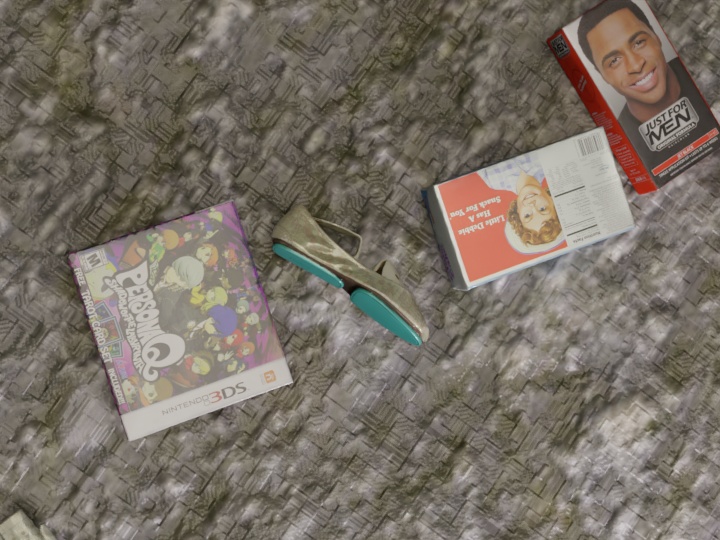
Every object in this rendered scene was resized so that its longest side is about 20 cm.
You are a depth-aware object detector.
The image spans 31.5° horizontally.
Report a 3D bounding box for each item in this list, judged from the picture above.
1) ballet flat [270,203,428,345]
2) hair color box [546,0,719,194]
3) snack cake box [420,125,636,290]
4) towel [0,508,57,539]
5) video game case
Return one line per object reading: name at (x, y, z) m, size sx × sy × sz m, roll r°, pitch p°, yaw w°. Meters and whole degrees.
ballet flat at (0.000, 0.000, 1.323) m, size 0.199 × 0.067 × 0.063 m, roll 35°, pitch 73°, yaw -7°
hair color box at (0.299, -0.195, 1.378) m, size 0.101 × 0.061 × 0.201 m, roll -33°, pitch 92°, yaw -8°
snack cake box at (0.177, -0.065, 1.351) m, size 0.198 × 0.067 × 0.116 m, roll -19°, pitch 93°, yaw -9°
towel at (-0.358, 0.364, 1.272) m, size 0.192 × 0.035 × 0.201 m, roll -35°, pitch 96°, yaw -6°
video game case at (-0.184, 0.050, 1.304) m, size 0.179 × 0.036 × 0.202 m, roll -18°, pitch 91°, yaw -11°
